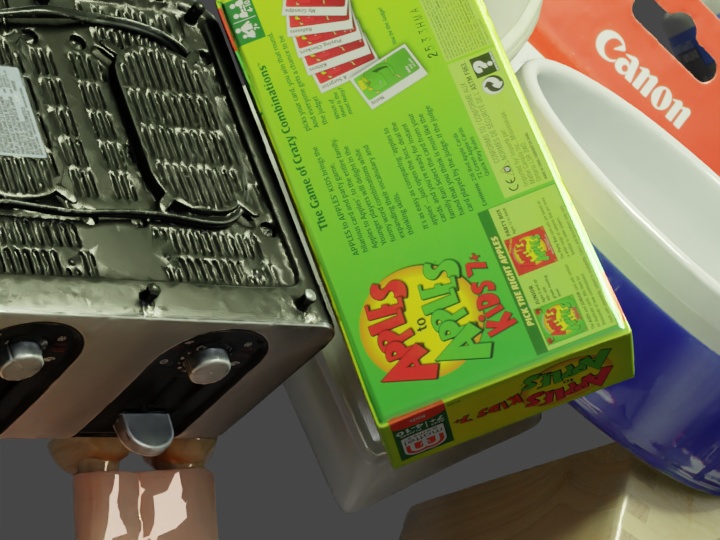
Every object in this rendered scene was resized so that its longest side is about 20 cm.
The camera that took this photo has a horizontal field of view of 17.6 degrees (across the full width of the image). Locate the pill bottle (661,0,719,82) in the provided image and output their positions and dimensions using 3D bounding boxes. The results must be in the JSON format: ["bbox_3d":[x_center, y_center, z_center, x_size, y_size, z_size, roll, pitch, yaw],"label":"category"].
[{"bbox_3d":[0.258,-0.075,1.285,0.114,0.114,0.200,-27,92,-43],"label":"pill bottle"}]

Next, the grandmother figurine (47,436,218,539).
[{"bbox_3d":[-0.082,0.168,0.942,0.121,0.061,0.200,1,74,-12],"label":"grandmother figurine"}]

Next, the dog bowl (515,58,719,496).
[{"bbox_3d":[0.123,0.002,1.015,0.200,0.079,0.200,37,17,-14],"label":"dog bowl"}]

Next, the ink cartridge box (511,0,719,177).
[{"bbox_3d":[0.120,-0.054,1.143,0.160,0.047,0.200,41,82,-22],"label":"ink cartridge box"}]

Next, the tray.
[{"bbox_3d":[0.000,0.000,1.063,0.107,0.022,0.200,-25,90,-12],"label":"tray"}]

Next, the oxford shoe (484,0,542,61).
[{"bbox_3d":[0.055,-0.155,1.117,0.058,0.075,0.200,60,36,-35],"label":"oxford shoe"}]

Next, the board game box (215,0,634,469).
[{"bbox_3d":[0.024,-0.034,0.914,0.101,0.048,0.200,-21,64,-1],"label":"board game box"}]

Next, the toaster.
[{"bbox_3d":[-0.132,-0.029,0.898,0.181,0.119,0.200,3,53,-39],"label":"toaster"}]

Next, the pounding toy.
[{"bbox_3d":[0.110,0.173,1.002,0.184,0.200,0.142,35,55,-26],"label":"pounding toy"}]
